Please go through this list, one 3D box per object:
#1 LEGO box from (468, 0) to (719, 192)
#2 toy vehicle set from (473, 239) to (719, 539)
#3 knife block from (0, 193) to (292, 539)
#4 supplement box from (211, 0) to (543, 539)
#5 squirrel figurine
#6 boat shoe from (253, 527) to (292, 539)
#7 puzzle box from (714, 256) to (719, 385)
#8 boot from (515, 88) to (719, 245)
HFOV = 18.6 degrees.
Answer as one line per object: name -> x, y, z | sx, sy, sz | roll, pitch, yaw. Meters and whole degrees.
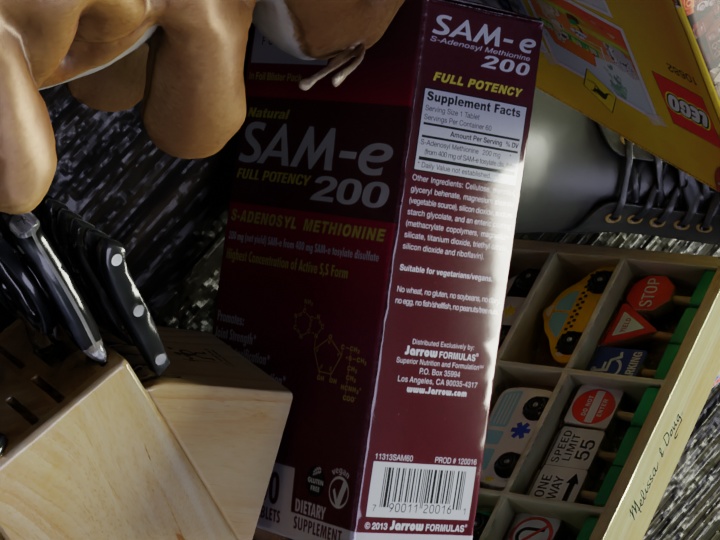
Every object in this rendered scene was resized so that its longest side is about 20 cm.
LEGO box -> 0.087, -0.127, 0.794 | 0.077, 0.200, 0.149 | -41, 133, -12
toy vehicle set -> 0.065, 0.071, 0.887 | 0.200, 0.124, 0.027 | -60, 138, -32
knife block -> -0.119, 0.070, 0.772 | 0.175, 0.064, 0.201 | 6, 106, -37
supplement box -> 0.000, 0.000, 0.822 | 0.061, 0.109, 0.201 | 7, 91, -38
squirrel figurine -> -0.059, -0.136, 0.708 | 0.186, 0.141, 0.201 | -12, 112, -22
boat shoe -> -0.021, 0.103, 0.924 | 0.068, 0.072, 0.200 | -52, 134, -1
puzzle box -> 0.110, 0.066, 0.995 | 0.200, 0.025, 0.133 | -37, 164, -16
boot -> 0.125, -0.038, 0.893 | 0.200, 0.138, 0.078 | -14, 118, -45
